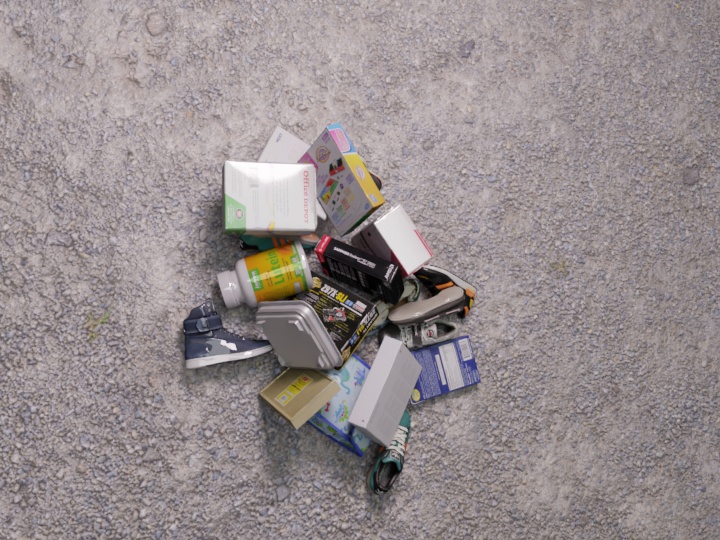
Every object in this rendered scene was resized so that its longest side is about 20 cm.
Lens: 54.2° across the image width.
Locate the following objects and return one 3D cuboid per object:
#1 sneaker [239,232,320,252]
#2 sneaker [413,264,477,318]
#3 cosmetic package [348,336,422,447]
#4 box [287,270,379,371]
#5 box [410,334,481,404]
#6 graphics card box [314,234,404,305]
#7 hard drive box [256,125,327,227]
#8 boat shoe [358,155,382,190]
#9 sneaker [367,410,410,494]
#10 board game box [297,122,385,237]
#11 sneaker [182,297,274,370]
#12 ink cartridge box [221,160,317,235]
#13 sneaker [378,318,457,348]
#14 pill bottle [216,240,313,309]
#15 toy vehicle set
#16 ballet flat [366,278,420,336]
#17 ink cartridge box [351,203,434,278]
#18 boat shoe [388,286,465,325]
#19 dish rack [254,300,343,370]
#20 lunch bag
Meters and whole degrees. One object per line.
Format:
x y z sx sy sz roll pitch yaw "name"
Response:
-0.189 -0.071 1.623 0.197 0.081 0.072 9 38 -34 "sneaker"
0.202 0.053 1.719 0.198 0.069 0.092 25 76 -30 "sneaker"
0.058 0.269 1.549 0.051 0.151 0.203 15 69 28 "cosmetic package"
-0.080 0.109 1.572 0.198 0.050 0.161 26 66 30 "box"
0.191 0.241 1.715 0.196 0.032 0.124 -13 85 -23 "box"
0.000 0.000 1.596 0.197 0.126 0.051 24 69 21 "graphics card box"
-0.150 -0.214 1.636 0.198 0.077 0.158 31 60 -12 "hard drive box"
0.001 -0.209 1.657 0.070 0.200 0.064 7 79 18 "boat shoe"
0.076 0.414 1.608 0.070 0.080 0.204 23 72 -11 "sneaker"
-0.045 -0.196 1.546 0.040 0.153 0.202 -26 84 -38 "board game box"
-0.291 0.129 1.541 0.198 0.077 0.150 -6 82 -22 "sneaker"
-0.197 -0.153 1.511 0.195 0.087 0.149 -1 85 -16 "ink cartridge box"
0.142 0.146 1.687 0.196 0.088 0.076 -9 85 -19 "sneaker"
-0.212 0.016 1.559 0.196 0.111 0.113 -18 86 -8 "pill bottle"
-0.134 0.259 1.506 0.124 0.199 0.027 -39 113 -17 "toy vehicle set"
0.065 0.081 1.679 0.199 0.074 0.075 -38 94 -23 "ballet flat"
0.070 -0.055 1.635 0.084 0.200 0.147 -35 93 -16 "ink cartridge box"
0.161 0.100 1.660 0.196 0.067 0.058 -20 118 -14 "boat shoe"
-0.140 0.145 1.483 0.044 0.198 0.174 -43 115 -36 "dish rack"
-0.027 0.296 1.586 0.200 0.126 0.172 43 63 -24 "lunch bag"
